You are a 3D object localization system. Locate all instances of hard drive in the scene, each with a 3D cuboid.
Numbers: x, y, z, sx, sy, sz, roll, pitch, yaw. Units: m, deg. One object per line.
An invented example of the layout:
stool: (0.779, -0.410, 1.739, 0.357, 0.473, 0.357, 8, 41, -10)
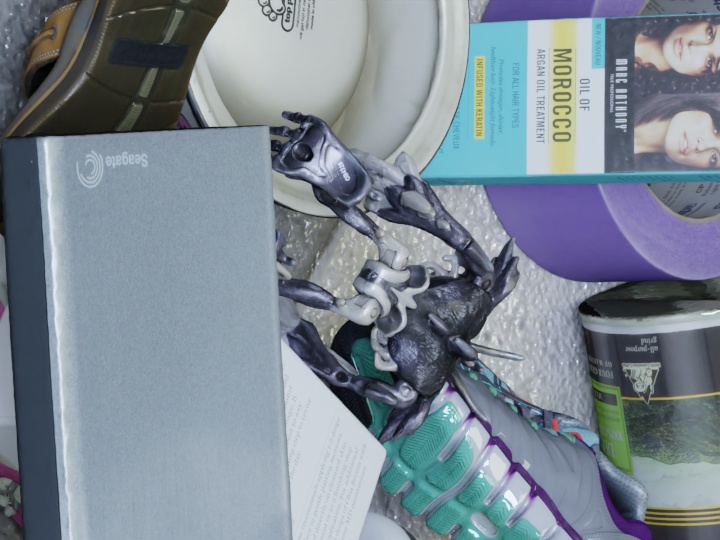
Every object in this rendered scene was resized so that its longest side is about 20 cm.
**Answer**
hard drive: (-0.082, 0.044, 0.941, 0.139, 0.033, 0.202, -8, 95, -55)

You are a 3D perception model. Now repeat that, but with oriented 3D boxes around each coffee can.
coffee can: (0.210, 0.107, 1.356, 0.146, 0.146, 0.202, -17, 101, -44)

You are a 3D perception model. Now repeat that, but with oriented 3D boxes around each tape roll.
tape roll: (0.158, -0.094, 1.353, 0.199, 0.085, 0.202, 0, 90, -45)

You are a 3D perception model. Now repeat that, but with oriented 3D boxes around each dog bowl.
dog bowl: (-0.039, -0.125, 1.166, 0.199, 0.073, 0.202, 0, 90, -45)

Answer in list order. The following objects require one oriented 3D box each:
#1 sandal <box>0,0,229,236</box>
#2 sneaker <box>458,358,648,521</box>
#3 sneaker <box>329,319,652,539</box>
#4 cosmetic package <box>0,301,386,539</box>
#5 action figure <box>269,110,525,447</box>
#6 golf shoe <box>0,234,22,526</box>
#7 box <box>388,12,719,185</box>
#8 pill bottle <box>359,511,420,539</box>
sandal: (-0.116, -0.097, 1.052, 0.081, 0.055, 0.201, 4, 125, -42)
sneaker: (0.083, 0.087, 1.265, 0.200, 0.095, 0.080, 37, 63, -38)
sneaker: (0.068, 0.094, 1.201, 0.200, 0.074, 0.087, 51, 44, 1)
cosmetic package: (-0.075, 0.073, 1.041, 0.200, 0.071, 0.102, 50, 50, -44)
action figure: (0.000, 0.000, 1.096, 0.119, 0.102, 0.200, -51, 140, -3)
golf shoe: (-0.149, 0.030, 1.061, 0.092, 0.075, 0.201, -55, 133, -41)
box: (0.115, -0.087, 1.229, 0.049, 0.198, 0.083, 5, 84, -71)
pill bottle: (0.039, 0.211, 1.207, 0.200, 0.112, 0.113, 39, 63, -37)
